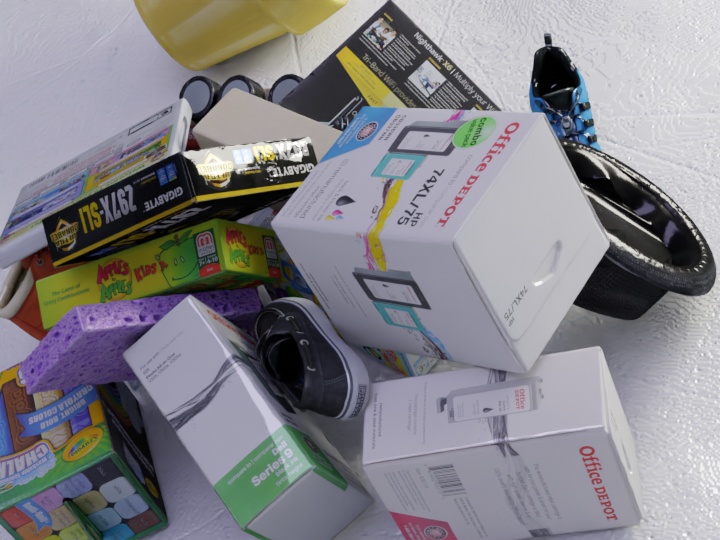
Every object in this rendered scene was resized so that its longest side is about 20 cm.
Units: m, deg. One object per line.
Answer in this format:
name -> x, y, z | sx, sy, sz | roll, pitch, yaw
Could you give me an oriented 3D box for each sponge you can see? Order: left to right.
sponge -> -0.190, 0.061, 1.442 | 0.111, 0.199, 0.030 | -43, 64, 39

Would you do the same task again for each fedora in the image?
fedora -> 0.209, -0.024, 1.435 | 0.092, 0.199, 0.202 | -55, 38, 30

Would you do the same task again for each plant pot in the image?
plant pot -> -0.143, -0.324, 1.814 | 0.188, 0.201, 0.202 | -34, 44, 17

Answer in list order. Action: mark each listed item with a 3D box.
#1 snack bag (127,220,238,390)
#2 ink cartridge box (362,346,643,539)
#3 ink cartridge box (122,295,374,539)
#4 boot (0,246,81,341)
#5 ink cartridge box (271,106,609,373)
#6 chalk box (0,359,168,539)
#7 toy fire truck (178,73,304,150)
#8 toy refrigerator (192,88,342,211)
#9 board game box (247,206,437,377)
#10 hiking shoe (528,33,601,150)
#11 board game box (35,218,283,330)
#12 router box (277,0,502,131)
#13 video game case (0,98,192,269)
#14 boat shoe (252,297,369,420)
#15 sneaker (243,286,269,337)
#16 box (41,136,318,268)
snack bag -> -0.204, -0.001, 1.607 | 0.201, 0.021, 0.188 | -61, 37, 9
ink cartridge box -> 0.116, 0.148, 1.322 | 0.198, 0.147, 0.083 | -10, 49, 16
ink cartridge box -> -0.095, 0.133, 1.395 | 0.084, 0.146, 0.200 | -41, 62, 3
boot -> -0.273, -0.018, 1.598 | 0.201, 0.107, 0.075 | -58, 30, 7
ink cartridge box -> 0.066, -0.029, 1.319 | 0.199, 0.147, 0.147 | 7, 50, 44
chalk box -> -0.260, 0.183, 1.481 | 0.123, 0.125, 0.201 | -25, 45, 3
toy fire truck -> -0.115, -0.092, 1.664 | 0.174, 0.128, 0.203 | 3, 81, 31
toy refrigerator -> -0.056, -0.097, 1.512 | 0.199, 0.076, 0.070 | 25, 63, 38
board game box -> 0.000, 0.000, 1.527 | 0.199, 0.103, 0.105 | 27, 65, 39
hiking shoe -> 0.190, -0.127, 1.556 | 0.074, 0.087, 0.201 | -18, 48, 9
board game box -> -0.181, 0.008, 1.477 | 0.198, 0.101, 0.048 | -17, 78, 25
router box -> 0.040, -0.135, 1.585 | 0.157, 0.052, 0.200 | -43, 85, -14
video game case -> -0.256, -0.087, 1.597 | 0.198, 0.022, 0.182 | -27, 21, 9
boat shoe -> -0.055, 0.068, 1.372 | 0.200, 0.056, 0.069 | 35, 115, 61
sneaker -> -0.117, 0.057, 1.549 | 0.080, 0.084, 0.201 | -29, 48, 0
box -> -0.157, -0.060, 1.431 | 0.199, 0.159, 0.050 | -20, 83, 40
